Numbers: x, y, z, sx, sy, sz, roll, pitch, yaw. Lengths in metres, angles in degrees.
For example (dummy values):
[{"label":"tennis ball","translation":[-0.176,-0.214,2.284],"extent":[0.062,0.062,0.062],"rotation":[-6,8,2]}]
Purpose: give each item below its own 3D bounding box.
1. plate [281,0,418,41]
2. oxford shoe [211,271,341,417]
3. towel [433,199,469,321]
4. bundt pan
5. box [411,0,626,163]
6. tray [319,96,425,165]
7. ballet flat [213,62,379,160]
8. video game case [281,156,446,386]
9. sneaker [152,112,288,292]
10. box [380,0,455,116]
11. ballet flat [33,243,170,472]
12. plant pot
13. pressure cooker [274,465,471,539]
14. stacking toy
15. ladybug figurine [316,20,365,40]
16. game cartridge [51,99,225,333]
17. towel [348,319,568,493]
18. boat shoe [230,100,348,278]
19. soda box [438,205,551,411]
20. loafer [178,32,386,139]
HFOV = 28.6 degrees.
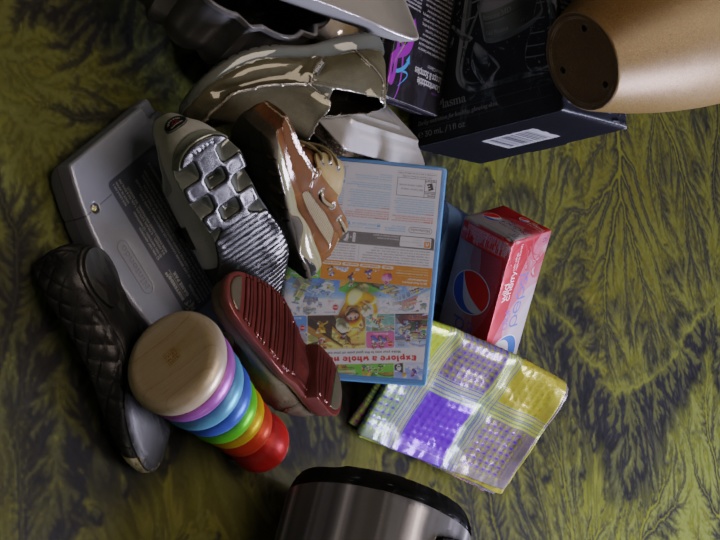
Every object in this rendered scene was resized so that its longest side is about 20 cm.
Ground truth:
[{"label":"plate","translation":[-0.055,-0.289,1.237],"extent":[0.198,0.032,0.202],"rotation":[12,47,-39]},{"label":"oxford shoe","translation":[-0.086,0.073,1.203],"extent":[0.201,0.074,0.071],"rotation":[56,31,-46]},{"label":"towel","translation":[0.059,-0.021,1.389],"extent":[0.199,0.048,0.113],"rotation":[29,85,-49]},{"label":"bundt pan","translation":[-0.126,-0.253,1.217],"extent":[0.201,0.076,0.203],"rotation":[29,38,-25]},{"label":"box","translation":[0.158,-0.231,1.464],"extent":[0.123,0.198,0.200],"rotation":[7,77,-46]},{"label":"tray","translation":[-0.002,-0.146,1.322],"extent":[0.108,0.022,0.200],"rotation":[48,16,18]},{"label":"ballet flat","translation":[-0.065,-0.128,1.308],"extent":[0.199,0.070,0.066],"rotation":[37,65,-26]},{"label":"video game case","translation":[0.000,0.000,1.292],"extent":[0.141,0.018,0.203],"rotation":[5,93,-9]},{"label":"sneaker","translation":[-0.119,-0.050,1.177],"extent":[0.074,0.088,0.202],"rotation":[-31,132,-19]},{"label":"box","translation":[0.052,-0.260,1.384],"extent":[0.143,0.036,0.203],"rotation":[5,92,-66]},{"label":"ballet flat","translation":[-0.203,0.071,1.139],"extent":[0.066,0.056,0.202],"rotation":[-44,121,-57]},{"label":"plant pot","translation":[0.277,-0.225,1.332],"extent":[0.199,0.186,0.189],"rotation":[-24,100,-33]},{"label":"pressure cooker","translation":[-0.002,0.289,1.214],"extent":[0.174,0.179,0.202],"rotation":[20,64,-9]},{"label":"stacking toy","translation":[-0.111,0.112,1.171],"extent":[0.200,0.084,0.086],"rotation":[52,46,-55]},{"label":"ladybug figurine","translation":[-0.017,-0.306,1.383],"extent":[0.136,0.071,0.202],"rotation":[43,54,-34]},{"label":"game cartridge","translation":[-0.173,-0.026,1.190],"extent":[0.133,0.041,0.201],"rotation":[-44,115,-38]},{"label":"towel","translation":[0.102,0.135,1.382],"extent":[0.199,0.023,0.144],"rotation":[27,105,-30]},{"label":"boat shoe","translation":[-0.054,-0.076,1.192],"extent":[0.074,0.076,0.201],"rotation":[-40,151,-16]},{"label":"soda box","translation":[0.124,0.042,1.404],"extent":[0.070,0.063,0.202],"rotation":[-16,128,-46]},{"label":"loafer","translation":[-0.056,-0.147,1.183],"extent":[0.198,0.075,0.070],"rotation":[-18,79,-26]}]
